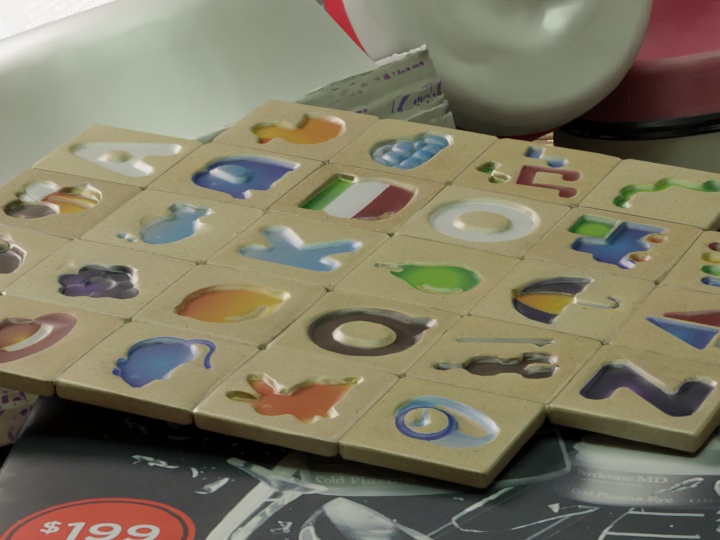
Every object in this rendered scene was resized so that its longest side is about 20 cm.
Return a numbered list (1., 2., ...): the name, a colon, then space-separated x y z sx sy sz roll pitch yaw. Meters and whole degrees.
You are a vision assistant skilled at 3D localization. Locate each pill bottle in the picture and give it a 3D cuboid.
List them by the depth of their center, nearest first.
1. pill bottle: 0.005 -0.078 1.025 0.111 0.111 0.200 -13 -6 -28

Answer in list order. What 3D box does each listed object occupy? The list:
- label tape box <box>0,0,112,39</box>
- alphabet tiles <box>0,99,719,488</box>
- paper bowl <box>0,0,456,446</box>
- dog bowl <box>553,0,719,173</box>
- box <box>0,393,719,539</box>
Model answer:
1. label tape box: -0.144 -0.084 1.042 0.143 0.066 0.200 -34 44 1
2. alphabet tiles: 0.000 0.000 0.691 0.200 0.006 0.166 11 27 23
3. paper bowl: -0.070 -0.022 0.873 0.200 0.105 0.201 -20 4 1
4. dog bowl: 0.154 -0.065 1.039 0.200 0.074 0.200 -15 15 4
5. box: 0.020 0.091 0.625 0.200 0.104 0.182 0 18 5
